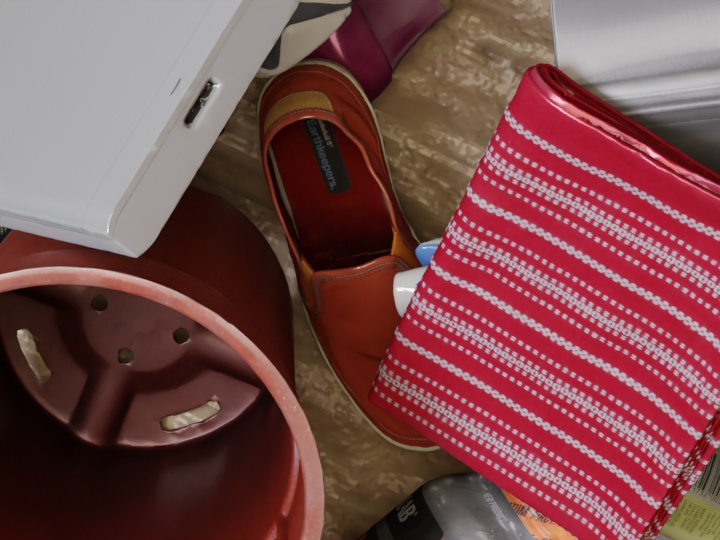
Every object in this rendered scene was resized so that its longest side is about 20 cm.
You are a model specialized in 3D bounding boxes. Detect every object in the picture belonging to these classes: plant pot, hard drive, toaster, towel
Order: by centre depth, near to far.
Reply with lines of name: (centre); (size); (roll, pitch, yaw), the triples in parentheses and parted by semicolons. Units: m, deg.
towel: (0.093, 0.024, 0.978); (0.145, 0.022, 0.200); (34, 130, 10)
hard drive: (-0.121, -0.077, 1.010); (0.026, 0.200, 0.132); (40, 73, -35)
toaster: (0.153, -0.118, 1.020); (0.119, 0.200, 0.181); (-9, 69, 15)
plant pot: (-0.110, 0.055, 1.052); (0.201, 0.195, 0.201); (1, 112, 3)

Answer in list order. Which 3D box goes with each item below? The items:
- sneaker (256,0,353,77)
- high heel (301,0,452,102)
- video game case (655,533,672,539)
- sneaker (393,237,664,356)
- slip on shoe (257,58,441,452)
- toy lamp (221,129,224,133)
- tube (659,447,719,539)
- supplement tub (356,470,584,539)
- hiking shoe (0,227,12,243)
sneaker: (-0.020, -0.196, 1.051); (0.199, 0.079, 0.130); (-44, 114, -8)
high heel: (-0.055, -0.161, 1.123); (0.096, 0.067, 0.200); (-44, 101, -5)
video game case: (0.185, 0.046, 1.130); (0.143, 0.019, 0.200); (-11, 90, 6)
sneaker: (0.091, 0.016, 1.023); (0.146, 0.200, 0.081); (5, 73, -12)
slip on shoe: (0.000, 0.000, 1.109); (0.074, 0.061, 0.200); (-16, 109, 13)
toy lamp: (-0.137, -0.140, 1.136); (0.058, 0.058, 0.200); (-33, 90, 5)
tube: (0.218, 0.130, 1.101); (0.200, 0.052, 0.058); (23, 137, -1)
supplement tub: (0.028, 0.179, 1.096); (0.200, 0.123, 0.123); (-40, 88, 4)
hiking shoe: (-0.229, -0.031, 1.125); (0.200, 0.101, 0.076); (-11, 91, 6)
